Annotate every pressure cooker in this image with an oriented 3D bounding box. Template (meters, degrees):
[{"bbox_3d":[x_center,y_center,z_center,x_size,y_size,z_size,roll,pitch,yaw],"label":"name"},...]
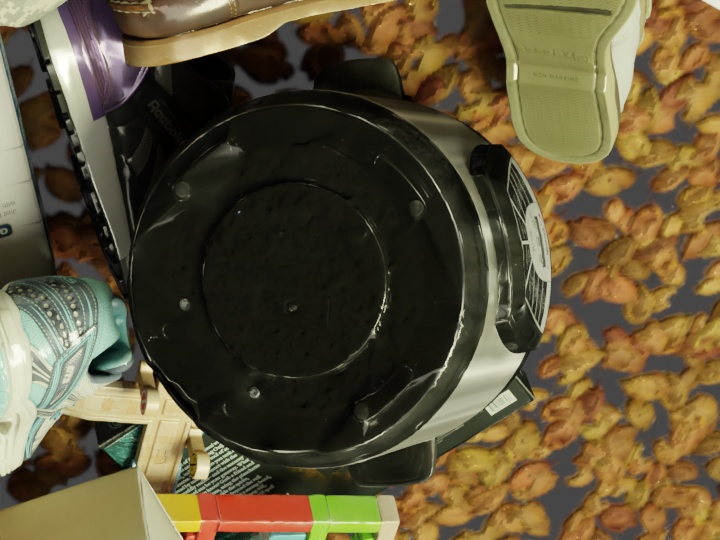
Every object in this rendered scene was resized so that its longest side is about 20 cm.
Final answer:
[{"bbox_3d":[-0.003,-0.001,1.296,0.176,0.179,0.200,-53,168,10],"label":"pressure cooker"}]

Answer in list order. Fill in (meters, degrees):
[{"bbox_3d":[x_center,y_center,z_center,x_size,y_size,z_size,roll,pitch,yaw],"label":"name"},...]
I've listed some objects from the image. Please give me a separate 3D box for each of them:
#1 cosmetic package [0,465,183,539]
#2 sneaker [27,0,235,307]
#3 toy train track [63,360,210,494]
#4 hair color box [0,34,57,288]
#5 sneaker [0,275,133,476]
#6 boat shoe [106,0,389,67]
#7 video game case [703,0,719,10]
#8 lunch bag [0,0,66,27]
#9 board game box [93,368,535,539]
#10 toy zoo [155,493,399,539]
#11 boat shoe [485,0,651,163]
[{"bbox_3d":[-0.184,0.180,1.378,0.200,0.071,0.105,-18,139,4],"label":"cosmetic package"},{"bbox_3d":[-0.095,-0.060,1.314,0.087,0.076,0.200,-20,130,-8],"label":"sneaker"},{"bbox_3d":[-0.105,0.111,1.430,0.114,0.033,0.200,5,127,-18],"label":"toy train track"},{"bbox_3d":[-0.210,-0.074,1.275,0.100,0.061,0.200,-13,129,-5],"label":"hair color box"},{"bbox_3d":[-0.151,0.049,1.327,0.086,0.078,0.200,-16,172,-9],"label":"sneaker"},{"bbox_3d":[-0.022,-0.150,1.250,0.200,0.070,0.070,-18,107,-26],"label":"boat shoe"},{"bbox_3d":[0.187,-0.217,1.298,0.200,0.024,0.182,24,117,-29],"label":"video game case"},{"bbox_3d":[-0.105,-0.204,1.135,0.200,0.168,0.139,-34,128,12],"label":"lunch bag"},{"bbox_3d":[-0.024,0.074,1.462,0.200,0.028,0.135,-32,128,11],"label":"board game box"},{"bbox_3d":[-0.090,0.168,1.458,0.200,0.020,0.131,2,135,-17],"label":"toy zoo"},{"bbox_3d":[0.100,-0.136,1.283,0.075,0.069,0.200,13,148,8],"label":"boat shoe"}]
